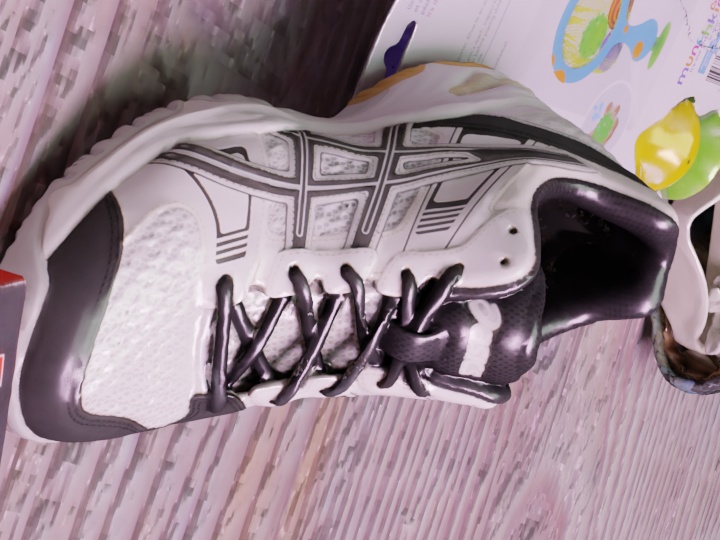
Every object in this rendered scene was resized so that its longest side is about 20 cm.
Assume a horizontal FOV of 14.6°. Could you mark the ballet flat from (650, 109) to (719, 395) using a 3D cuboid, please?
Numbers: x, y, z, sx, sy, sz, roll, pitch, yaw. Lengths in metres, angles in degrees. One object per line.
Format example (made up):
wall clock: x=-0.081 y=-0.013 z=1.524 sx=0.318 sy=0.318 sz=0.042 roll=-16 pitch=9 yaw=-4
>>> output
ballet flat: x=0.141 y=-0.042 z=1.037 sx=0.074 sy=0.074 sz=0.201 roll=-35 pitch=131 yaw=-55

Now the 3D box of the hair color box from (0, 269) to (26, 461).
hair color box: x=-0.128 y=0.096 z=0.546 sx=0.101 sy=0.061 sz=0.201 roll=-16 pitch=119 yaw=-62

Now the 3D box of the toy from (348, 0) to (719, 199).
toy: x=0.045 y=-0.053 z=0.830 sx=0.200 sy=0.047 sz=0.115 roll=13 pitch=105 yaw=-55

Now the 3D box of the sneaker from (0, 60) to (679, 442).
sneaker: x=0.000 y=0.000 z=0.693 sx=0.200 sy=0.088 sz=0.076 roll=-23 pitch=133 yaw=-39
